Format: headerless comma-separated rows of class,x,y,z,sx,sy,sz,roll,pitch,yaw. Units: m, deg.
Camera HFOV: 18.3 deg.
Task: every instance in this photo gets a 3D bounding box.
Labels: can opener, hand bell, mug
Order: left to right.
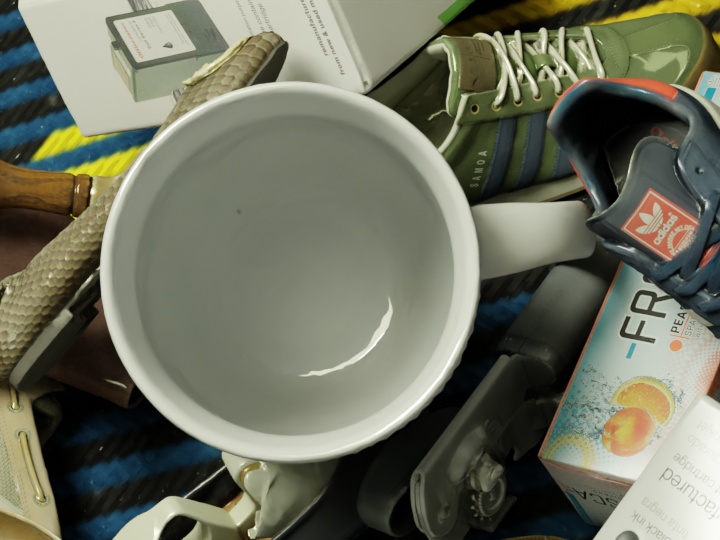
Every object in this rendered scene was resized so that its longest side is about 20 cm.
hand bell,-0.140,-0.036,1.062,0.199,0.104,0.104,7,56,-9
mug,0.000,0.000,0.936,0.199,0.175,0.148,-11,87,0
can opener,0.068,0.037,0.971,0.067,0.053,0.200,14,52,36

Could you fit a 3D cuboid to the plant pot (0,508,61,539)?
plant pot,-0.169,0.204,0.988,0.200,0.027,0.201,-4,83,30

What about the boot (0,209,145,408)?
boot,-0.180,0.021,1.053,0.166,0.072,0.200,25,33,13

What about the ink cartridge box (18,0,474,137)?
ink cartridge box,-0.047,-0.144,1.103,0.200,0.084,0.145,-5,28,42

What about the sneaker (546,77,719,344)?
sneaker,0.139,-0.006,0.865,0.075,0.084,0.200,-56,47,19

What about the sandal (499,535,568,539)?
sandal,0.012,0.158,0.952,0.199,0.054,0.081,-8,61,6

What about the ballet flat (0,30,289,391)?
ballet flat,-0.106,-0.033,1.000,0.046,0.067,0.200,40,95,8

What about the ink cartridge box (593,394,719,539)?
ink cartridge box,0.134,0.172,0.823,0.146,0.086,0.200,37,92,40

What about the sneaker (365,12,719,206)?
sneaker,0.068,-0.078,1.049,0.200,0.090,0.067,-26,49,10

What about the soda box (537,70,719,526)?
soda box,0.149,0.015,0.956,0.063,0.068,0.200,12,65,33

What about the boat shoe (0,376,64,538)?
boat shoe,-0.180,0.073,1.107,0.065,0.072,0.200,1,38,-13

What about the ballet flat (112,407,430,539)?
ballet flat,-0.057,0.113,1.004,0.200,0.073,0.073,-37,49,2
